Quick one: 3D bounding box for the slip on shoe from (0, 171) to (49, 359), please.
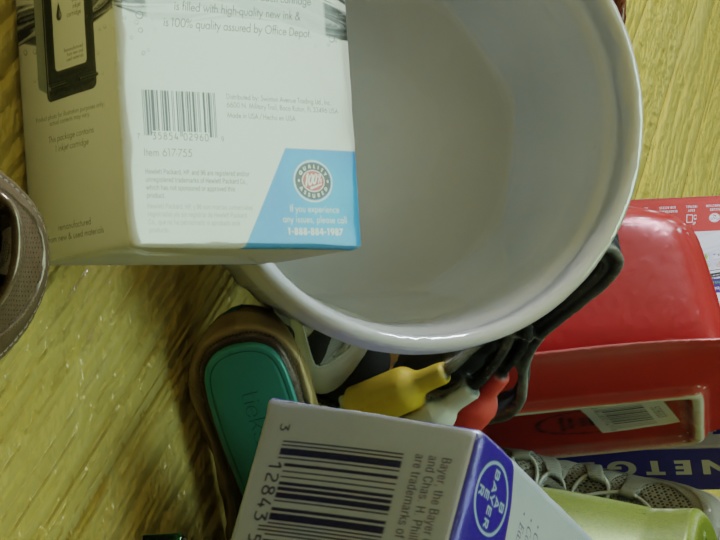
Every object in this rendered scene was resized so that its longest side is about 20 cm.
[{"bbox_3d":[-0.134,-0.004,0.852,0.200,0.060,0.076,11,74,-73],"label":"slip on shoe"}]

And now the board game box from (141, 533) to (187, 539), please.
[{"bbox_3d":[-0.063,0.215,1.101,0.105,0.023,0.201,-75,154,-46],"label":"board game box"}]

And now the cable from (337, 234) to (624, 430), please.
[{"bbox_3d":[0.071,0.043,1.265,0.097,0.200,0.051,16,57,-33],"label":"cable"}]

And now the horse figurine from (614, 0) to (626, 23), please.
[{"bbox_3d":[0.092,-0.199,1.542,0.050,0.200,0.133,-21,131,-40],"label":"horse figurine"}]

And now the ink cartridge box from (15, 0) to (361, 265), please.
[{"bbox_3d":[-0.068,-0.105,1.020,0.116,0.068,0.201,0,84,-42],"label":"ink cartridge box"}]

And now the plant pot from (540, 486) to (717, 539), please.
[{"bbox_3d":[0.080,0.187,1.299,0.200,0.192,0.202,-6,90,-73],"label":"plant pot"}]

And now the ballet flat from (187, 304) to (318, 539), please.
[{"bbox_3d":[-0.030,0.107,1.179,0.063,0.068,0.201,-95,176,-72],"label":"ballet flat"}]

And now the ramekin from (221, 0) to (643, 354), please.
[{"bbox_3d":[0.012,-0.061,1.150,0.105,0.199,0.201,161,-74,-72],"label":"ramekin"}]

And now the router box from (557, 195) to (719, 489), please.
[{"bbox_3d":[0.152,0.043,1.581,0.049,0.199,0.180,72,19,-53],"label":"router box"}]

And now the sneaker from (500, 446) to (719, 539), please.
[{"bbox_3d":[0.097,0.133,1.392,0.082,0.199,0.075,43,55,-53],"label":"sneaker"}]

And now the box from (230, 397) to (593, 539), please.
[{"bbox_3d":[0.023,0.178,1.093,0.200,0.104,0.185,44,56,-55],"label":"box"}]

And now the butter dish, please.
[{"bbox_3d":[0.115,0.016,1.435,0.200,0.198,0.149,63,22,-73],"label":"butter dish"}]

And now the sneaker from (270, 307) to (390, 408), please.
[{"bbox_3d":[0.000,0.000,1.276,0.200,0.088,0.074,67,22,-51],"label":"sneaker"}]
